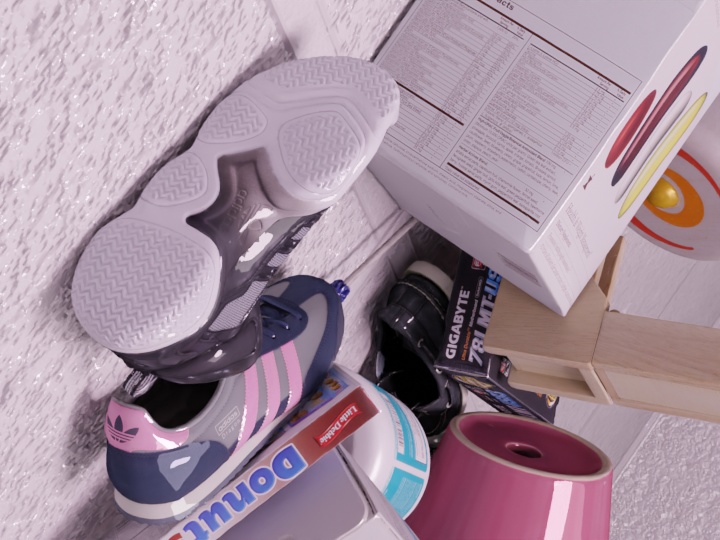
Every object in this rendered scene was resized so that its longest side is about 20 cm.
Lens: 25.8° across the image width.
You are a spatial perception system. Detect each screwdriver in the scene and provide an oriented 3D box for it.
[{"bbox_3d":[0.000,0.000,1.040,0.200,0.028,0.029,-42,-174,-31],"label":"screwdriver"}]

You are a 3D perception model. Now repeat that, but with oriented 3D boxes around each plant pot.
[{"bbox_3d":[0.108,0.213,1.192,0.200,0.199,0.180,-14,121,-64],"label":"plant pot"}]

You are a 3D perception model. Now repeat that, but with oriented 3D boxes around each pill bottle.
[{"bbox_3d":[-0.014,0.129,1.095,0.111,0.111,0.200,-56,162,-3],"label":"pill bottle"}]

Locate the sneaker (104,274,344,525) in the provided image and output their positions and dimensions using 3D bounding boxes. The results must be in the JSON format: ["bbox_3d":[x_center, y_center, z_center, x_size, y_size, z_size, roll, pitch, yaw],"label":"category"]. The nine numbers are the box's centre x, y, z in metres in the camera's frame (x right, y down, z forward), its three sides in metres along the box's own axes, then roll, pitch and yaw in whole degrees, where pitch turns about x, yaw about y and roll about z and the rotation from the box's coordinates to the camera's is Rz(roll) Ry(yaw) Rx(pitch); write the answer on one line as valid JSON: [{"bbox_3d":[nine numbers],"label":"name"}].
[{"bbox_3d":[-0.071,0.051,0.887,0.200,0.070,0.082,-51,147,-41],"label":"sneaker"}]

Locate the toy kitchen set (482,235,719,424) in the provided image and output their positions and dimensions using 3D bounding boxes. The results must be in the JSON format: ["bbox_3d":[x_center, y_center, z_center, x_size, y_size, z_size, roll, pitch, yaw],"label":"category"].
[{"bbox_3d":[0.210,0.005,1.108,0.163,0.180,0.201,50,53,-58],"label":"toy kitchen set"}]

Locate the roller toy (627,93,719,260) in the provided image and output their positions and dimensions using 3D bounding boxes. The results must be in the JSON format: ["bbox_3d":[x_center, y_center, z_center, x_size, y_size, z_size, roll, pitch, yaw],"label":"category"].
[{"bbox_3d":[0.297,-0.105,1.380,0.140,0.200,0.183,-47,166,-24],"label":"roller toy"}]

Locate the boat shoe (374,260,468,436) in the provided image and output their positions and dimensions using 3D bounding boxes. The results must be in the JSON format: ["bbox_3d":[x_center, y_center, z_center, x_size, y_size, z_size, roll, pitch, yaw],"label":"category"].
[{"bbox_3d":[0.040,0.078,1.208,0.066,0.074,0.200,-45,158,-28],"label":"boat shoe"}]

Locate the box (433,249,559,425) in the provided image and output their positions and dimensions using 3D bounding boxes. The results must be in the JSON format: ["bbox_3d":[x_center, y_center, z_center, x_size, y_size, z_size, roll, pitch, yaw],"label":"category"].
[{"bbox_3d":[0.127,0.003,1.201,0.200,0.049,0.199,35,69,-64],"label":"box"}]

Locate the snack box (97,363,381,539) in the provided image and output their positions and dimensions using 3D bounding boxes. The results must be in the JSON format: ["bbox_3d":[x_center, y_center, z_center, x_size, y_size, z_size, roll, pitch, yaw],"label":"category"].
[{"bbox_3d":[-0.081,0.127,0.916,0.200,0.024,0.072,-37,-166,-8],"label":"snack box"}]

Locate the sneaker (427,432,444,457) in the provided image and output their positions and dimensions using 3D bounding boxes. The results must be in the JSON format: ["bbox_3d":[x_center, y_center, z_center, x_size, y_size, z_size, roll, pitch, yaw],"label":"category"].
[{"bbox_3d":[0.022,0.174,1.271,0.200,0.075,0.081,-27,-179,-44],"label":"sneaker"}]

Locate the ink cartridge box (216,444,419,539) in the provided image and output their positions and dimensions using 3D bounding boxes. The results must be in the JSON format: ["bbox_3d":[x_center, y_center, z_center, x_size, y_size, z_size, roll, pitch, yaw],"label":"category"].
[{"bbox_3d":[-0.020,0.214,0.973,0.147,0.086,0.200,-35,130,-1],"label":"ink cartridge box"}]

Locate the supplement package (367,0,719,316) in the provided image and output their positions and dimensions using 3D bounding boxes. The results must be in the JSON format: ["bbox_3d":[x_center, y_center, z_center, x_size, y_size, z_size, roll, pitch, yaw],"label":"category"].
[{"bbox_3d":[0.115,-0.107,0.968,0.200,0.147,0.191,-55,162,-2],"label":"supplement package"}]

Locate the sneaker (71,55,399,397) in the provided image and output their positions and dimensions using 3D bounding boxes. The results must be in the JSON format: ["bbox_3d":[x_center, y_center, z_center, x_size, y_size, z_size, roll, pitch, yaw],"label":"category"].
[{"bbox_3d":[-0.058,-0.019,0.794,0.200,0.075,0.114,-44,160,-19],"label":"sneaker"}]
